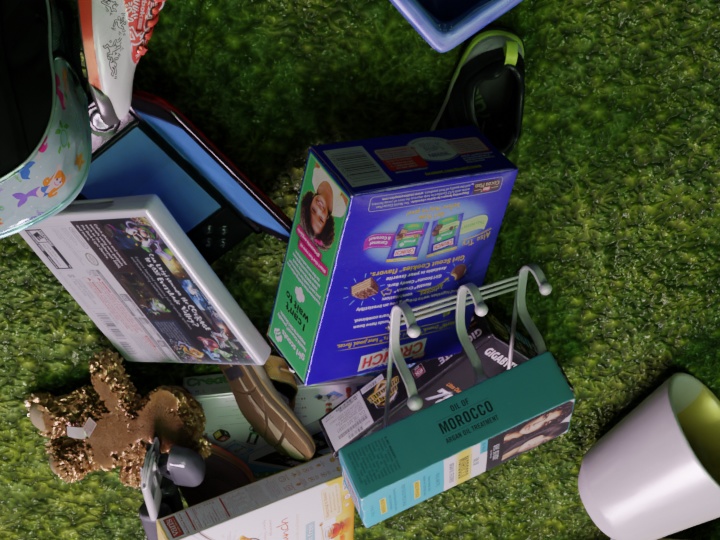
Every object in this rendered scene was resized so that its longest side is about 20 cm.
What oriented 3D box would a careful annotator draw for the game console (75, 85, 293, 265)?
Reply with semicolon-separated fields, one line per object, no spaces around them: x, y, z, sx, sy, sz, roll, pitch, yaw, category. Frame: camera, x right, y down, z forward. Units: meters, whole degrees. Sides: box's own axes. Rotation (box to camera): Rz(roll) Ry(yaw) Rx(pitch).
-0.164;-0.059;1.211;0.171;0.119;0.200;-35;124;16;game console

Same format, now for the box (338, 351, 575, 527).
0.081;0.143;1.188;0.198;0.050;0.083;-24;154;-8;box

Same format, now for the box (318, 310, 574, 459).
0.088;0.133;1.392;0.197;0.050;0.200;-36;146;15;box

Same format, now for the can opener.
-0.176;0.226;1.349;0.066;0.054;0.201;5;146;5;can opener

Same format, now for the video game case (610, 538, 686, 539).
0.338;0.383;1.596;0.179;0.023;0.202;6;123;-14;video game case

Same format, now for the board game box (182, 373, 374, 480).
-0.077;0.156;1.439;0.197;0.035;0.128;-5;128;-4;board game box

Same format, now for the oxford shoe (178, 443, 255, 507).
-0.133;0.252;1.435;0.070;0.073;0.201;-25;124;14;oxford shoe

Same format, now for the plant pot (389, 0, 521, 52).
0.067;-0.316;1.013;0.199;0.181;0.200;-34;124;18;plant pot

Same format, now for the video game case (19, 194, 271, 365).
-0.197;0.012;1.263;0.180;0.024;0.201;-1;136;38;video game case

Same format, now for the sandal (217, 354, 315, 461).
-0.097;0.097;1.353;0.054;0.080;0.201;-38;101;-27;sandal

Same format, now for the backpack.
-0.295;-0.119;1.099;0.175;0.202;0.151;-19;147;5;backpack

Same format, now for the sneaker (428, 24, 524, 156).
0.099;-0.116;1.229;0.071;0.083;0.202;3;126;-10;sneaker

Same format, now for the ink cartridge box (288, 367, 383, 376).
0.000;0.000;1.311;0.114;0.068;0.202;3;126;-15;ink cartridge box

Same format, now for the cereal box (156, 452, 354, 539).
-0.100;0.268;1.381;0.198;0.040;0.145;-19;134;-22;cereal box

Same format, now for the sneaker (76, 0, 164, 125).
-0.166;-0.218;1.092;0.106;0.067;0.205;-7;103;-6;sneaker

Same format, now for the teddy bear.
-0.236;0.149;1.375;0.199;0.067;0.146;-29;96;27;teddy bear

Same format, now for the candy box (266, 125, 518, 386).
0.025;-0.012;1.187;0.167;0.077;0.202;-10;131;-31;candy box

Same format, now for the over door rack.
0.087;0.096;1.227;0.146;0.067;0.202;-15;138;-26;over door rack

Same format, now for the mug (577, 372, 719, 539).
0.324;0.221;1.485;0.186;0.150;0.153;39;121;-24;mug
